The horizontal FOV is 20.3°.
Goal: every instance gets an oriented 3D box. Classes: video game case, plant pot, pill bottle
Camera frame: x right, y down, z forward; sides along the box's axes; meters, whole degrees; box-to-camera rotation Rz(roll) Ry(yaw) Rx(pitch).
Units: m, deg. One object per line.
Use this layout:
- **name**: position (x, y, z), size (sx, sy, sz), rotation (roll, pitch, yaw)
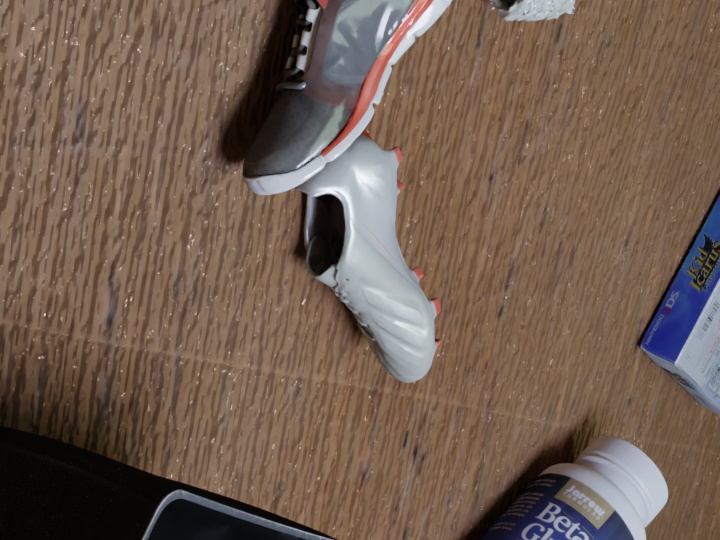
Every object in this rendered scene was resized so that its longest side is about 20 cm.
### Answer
- **video game case**: position (0.344, 0.018, 1.839), size (0.201, 0.045, 0.181), rotation (-61, 146, -5)
- **plant pot**: position (-0.157, 0.191, 1.128), size (0.200, 0.177, 0.200), rotation (29, 87, -56)
- **pill bottle**: position (0.167, 0.231, 1.671), size (0.200, 0.111, 0.111), rotation (-43, 142, -29)

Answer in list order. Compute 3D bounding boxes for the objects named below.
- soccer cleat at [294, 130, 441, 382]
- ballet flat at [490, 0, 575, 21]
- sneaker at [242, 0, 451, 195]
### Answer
- **soccer cleat**: position (0.000, 0.000, 1.329), size (0.077, 0.069, 0.201), rotation (-36, 131, -28)
- **ballet flat**: position (0.113, -0.248, 1.320), size (0.072, 0.072, 0.201), rotation (-35, 137, -37)
- **sneaker**: position (-0.022, -0.139, 1.216), size (0.082, 0.077, 0.200), rotation (42, 74, -29)
